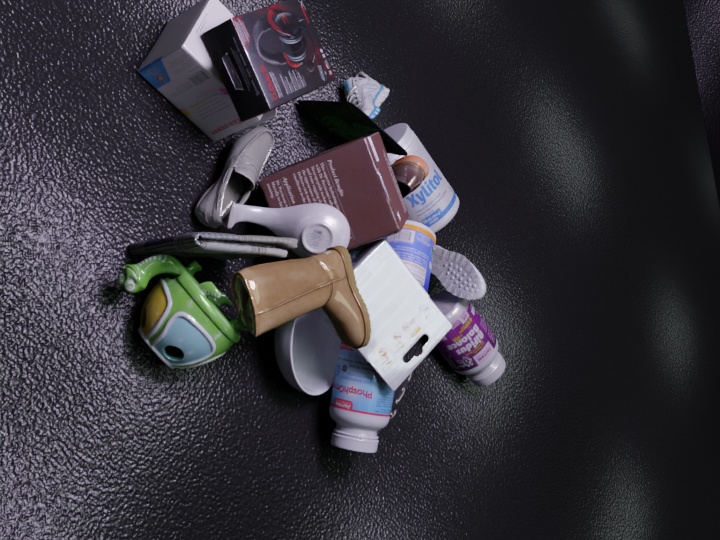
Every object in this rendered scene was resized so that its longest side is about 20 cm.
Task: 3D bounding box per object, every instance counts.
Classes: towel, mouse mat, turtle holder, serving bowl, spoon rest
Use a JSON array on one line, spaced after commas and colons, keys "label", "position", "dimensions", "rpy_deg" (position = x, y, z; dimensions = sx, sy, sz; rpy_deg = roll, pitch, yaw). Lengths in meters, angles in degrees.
[{"label": "towel", "position": [-0.222, -0.031, 1.356], "dimensions": [0.199, 0.192, 0.035], "rpy_deg": [1, 86, -45]}, {"label": "mouse mat", "position": [-0.017, -0.263, 1.637], "dimensions": [0.161, 0.200, 0.008], "rpy_deg": [37, 80, -34]}, {"label": "turtle holder", "position": [-0.264, 0.065, 1.318], "dimensions": [0.132, 0.141, 0.186], "rpy_deg": [-40, 145, -6]}, {"label": "serving bowl", "position": [-0.091, 0.110, 1.529], "dimensions": [0.200, 0.065, 0.202], "rpy_deg": [-18, 110, -60]}, {"label": "spoon rest", "position": [-0.114, -0.072, 1.440], "dimensions": [0.198, 0.061, 0.100], "rpy_deg": [14, 106, -9]}]

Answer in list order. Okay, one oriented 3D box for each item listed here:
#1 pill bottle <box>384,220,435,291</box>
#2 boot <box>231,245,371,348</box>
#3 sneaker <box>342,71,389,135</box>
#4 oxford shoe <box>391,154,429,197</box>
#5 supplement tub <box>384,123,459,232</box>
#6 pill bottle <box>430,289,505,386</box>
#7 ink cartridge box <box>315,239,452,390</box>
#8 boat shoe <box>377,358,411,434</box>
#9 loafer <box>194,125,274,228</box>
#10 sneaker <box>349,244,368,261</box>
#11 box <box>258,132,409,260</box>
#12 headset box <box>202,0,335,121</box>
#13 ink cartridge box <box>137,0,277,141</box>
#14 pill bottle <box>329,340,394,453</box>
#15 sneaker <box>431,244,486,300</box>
[{"label": "pill bottle", "position": [0.079, 0.014, 1.719], "dimensions": [0.112, 0.112, 0.201], "rpy_deg": [31, 59, -37]}, {"label": "boot", "position": [-0.089, 0.062, 1.351], "dimensions": [0.199, 0.066, 0.176], "rpy_deg": [-20, 92, -41]}, {"label": "sneaker", "position": [-0.006, -0.331, 1.744], "dimensions": [0.087, 0.075, 0.200], "rpy_deg": [42, 29, -16]}, {"label": "oxford shoe", "position": [0.039, -0.152, 1.658], "dimensions": [0.071, 0.200, 0.073], "rpy_deg": [43, 54, -18]}, {"label": "supplement tub", "position": [0.096, -0.176, 1.774], "dimensions": [0.200, 0.131, 0.132], "rpy_deg": [51, 48, -24]}, {"label": "pill bottle", "position": [0.214, 0.142, 1.828], "dimensions": [0.200, 0.112, 0.113], "rpy_deg": [51, 48, -24]}, {"label": "ink cartridge box", "position": [0.037, 0.074, 1.496], "dimensions": [0.163, 0.057, 0.200], "rpy_deg": [-45, 111, -18]}, {"label": "boat shoe", "position": [0.047, 0.241, 1.660], "dimensions": [0.060, 0.074, 0.201], "rpy_deg": [44, 43, -23]}, {"label": "loafer", "position": [-0.196, -0.154, 1.471], "dimensions": [0.070, 0.069, 0.201], "rpy_deg": [46, 65, -43]}, {"label": "sneaker", "position": [0.000, 0.000, 1.596], "dimensions": [0.078, 0.086, 0.200], "rpy_deg": [54, -2, 8]}, {"label": "box", "position": [-0.041, -0.122, 1.525], "dimensions": [0.164, 0.199, 0.167], "rpy_deg": [-55, 125, -76]}, {"label": "headset box", "position": [-0.147, -0.335, 1.410], "dimensions": [0.200, 0.075, 0.150], "rpy_deg": [-36, 107, -47]}, {"label": "ink cartridge box", "position": [-0.234, -0.320, 1.465], "dimensions": [0.200, 0.128, 0.126], "rpy_deg": [42, 52, -33]}, {"label": "pill bottle", "position": [0.005, 0.208, 1.545], "dimensions": [0.108, 0.108, 0.202], "rpy_deg": [14, 84, -44]}, {"label": "sneaker", "position": [0.192, 0.001, 1.796], "dimensions": [0.080, 0.200, 0.077], "rpy_deg": [23, 103, -45]}]
